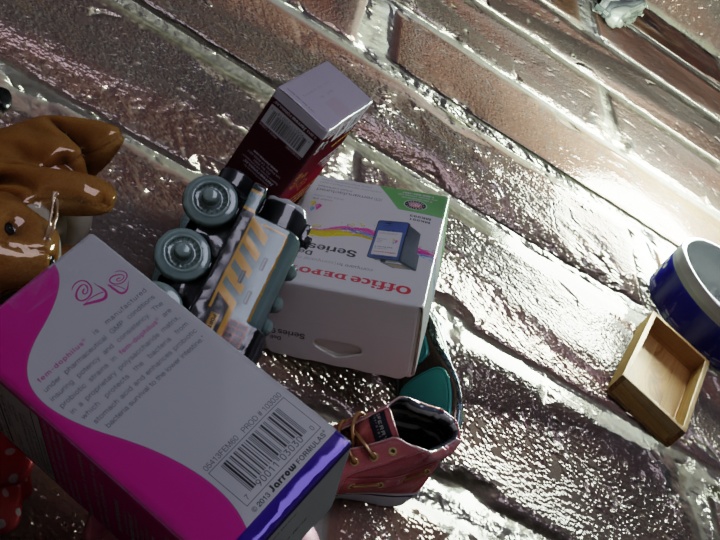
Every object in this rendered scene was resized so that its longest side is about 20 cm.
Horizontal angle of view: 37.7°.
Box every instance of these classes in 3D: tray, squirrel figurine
[{"bbox_3d":[0.373,0.132,1.317,0.099,0.037,0.200,43,33,5],"label":"tray"},{"bbox_3d":[-0.279,-0.037,0.757,0.199,0.142,0.187,17,21,-3],"label":"squirrel figurine"}]

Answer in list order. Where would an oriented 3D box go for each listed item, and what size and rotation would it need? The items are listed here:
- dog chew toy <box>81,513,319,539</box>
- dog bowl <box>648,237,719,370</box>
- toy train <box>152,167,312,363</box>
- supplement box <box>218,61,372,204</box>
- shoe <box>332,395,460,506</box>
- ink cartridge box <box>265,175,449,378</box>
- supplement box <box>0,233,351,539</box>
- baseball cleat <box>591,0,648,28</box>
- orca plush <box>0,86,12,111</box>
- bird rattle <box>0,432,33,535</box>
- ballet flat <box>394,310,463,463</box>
[{"bbox_3d":[-0.082,0.198,0.700,0.200,0.124,0.125,36,31,-21],"label":"dog chew toy"},{"bbox_3d":[0.516,0.051,1.520,0.199,0.079,0.201,26,35,-20],"label":"dog bowl"},{"bbox_3d":[-0.117,0.012,0.867,0.113,0.085,0.201,25,65,-3],"label":"toy train"},{"bbox_3d":[-0.082,-0.088,0.970,0.061,0.200,0.109,41,32,2],"label":"supplement box"},{"bbox_3d":[-0.012,0.143,0.858,0.199,0.091,0.072,12,41,-36],"label":"shoe"},{"bbox_3d":[0.000,0.000,1.004,0.144,0.088,0.200,10,36,7],"label":"ink cartridge box"},{"bbox_3d":[-0.117,0.090,0.601,0.200,0.104,0.101,38,59,15],"label":"supplement box"},{"bbox_3d":[0.596,-0.615,2.431,0.106,0.070,0.200,45,32,9],"label":"baseball cleat"},{"bbox_3d":[-0.354,-0.203,0.956,0.105,0.071,0.201,25,35,-22],"label":"orca plush"},{"bbox_3d":[-0.298,0.104,0.648,0.200,0.112,0.163,49,43,-9],"label":"bird rattle"},{"bbox_3d":[0.069,0.110,1.012,0.074,0.074,0.201,20,40,-27],"label":"ballet flat"}]
